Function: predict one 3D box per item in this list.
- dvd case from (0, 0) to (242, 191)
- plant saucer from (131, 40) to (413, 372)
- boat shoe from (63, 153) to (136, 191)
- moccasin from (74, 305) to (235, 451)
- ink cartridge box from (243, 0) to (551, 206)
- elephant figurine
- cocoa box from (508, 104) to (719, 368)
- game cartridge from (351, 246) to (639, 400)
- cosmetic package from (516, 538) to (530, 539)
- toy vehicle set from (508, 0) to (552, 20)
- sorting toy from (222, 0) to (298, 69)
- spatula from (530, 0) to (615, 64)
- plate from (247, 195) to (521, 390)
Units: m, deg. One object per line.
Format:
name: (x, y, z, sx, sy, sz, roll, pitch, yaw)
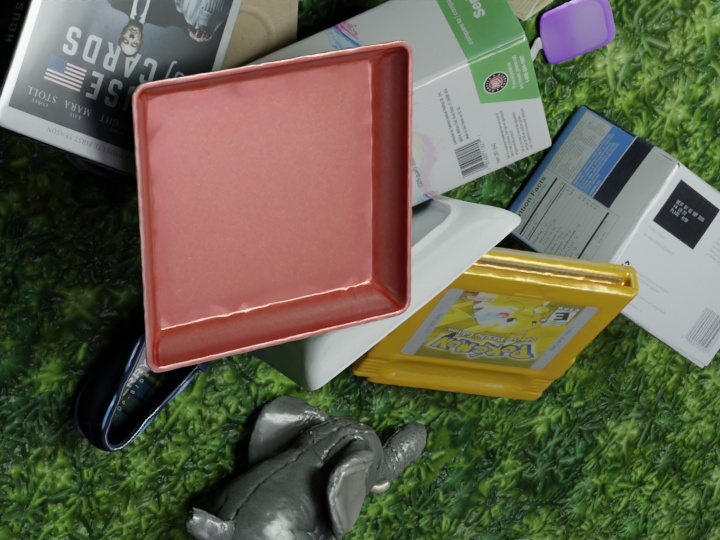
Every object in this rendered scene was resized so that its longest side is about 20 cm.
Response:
dvd case: (-0.148, -0.167, 1.185, 0.150, 0.025, 0.200, 19, 85, -39)
plant saucer: (-0.060, -0.048, 1.229, 0.199, 0.037, 0.200, -13, 116, -25)
boat shoe: (-0.139, -0.084, 1.271, 0.200, 0.062, 0.075, 17, 107, -46)
moccasin: (-0.132, 0.056, 1.386, 0.080, 0.068, 0.200, 31, 94, -29)
ink cartridge box: (0.025, -0.116, 1.339, 0.200, 0.084, 0.145, -24, 149, 0)
elephant figurine: (-0.038, 0.170, 1.521, 0.141, 0.155, 0.200, 36, 77, -3)
cocoa box: (0.245, -0.029, 1.602, 0.200, 0.131, 0.133, 30, 96, -45)
game cartridge: (0.104, 0.046, 1.503, 0.176, 0.032, 0.200, 7, 147, -18)
cosmetic package: (0.094, 0.374, 1.740, 0.199, 0.123, 0.200, -1, 115, -39)
toy vehicle set: (0.188, -0.273, 1.393, 0.200, 0.027, 0.124, -39, 166, -45)
sorting toy: (-0.125, -0.184, 1.282, 0.185, 0.036, 0.200, -16, 130, -31)
spatula: (0.122, -0.162, 1.500, 0.200, 0.021, 0.057, -34, 134, -17)
plate: (0.000, 0.000, 1.390, 0.200, 0.200, 0.032, -39, 111, -11)
